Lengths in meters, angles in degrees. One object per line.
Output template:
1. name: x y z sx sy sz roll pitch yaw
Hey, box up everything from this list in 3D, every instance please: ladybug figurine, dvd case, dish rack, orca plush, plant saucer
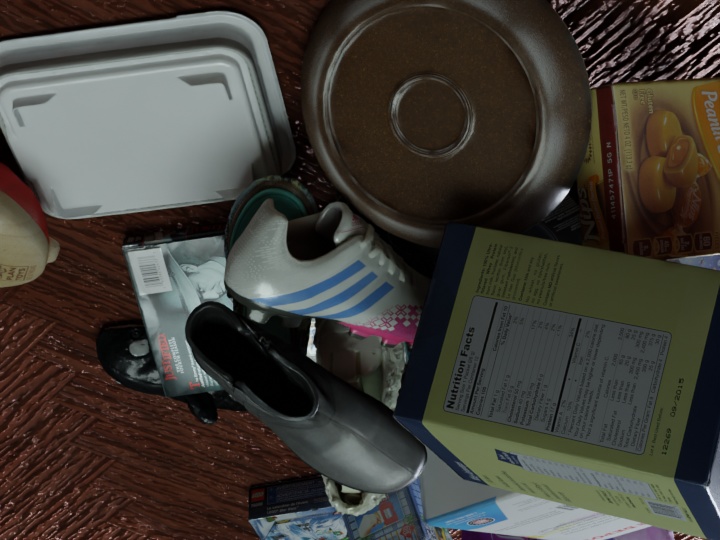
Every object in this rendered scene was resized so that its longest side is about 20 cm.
1. ladybug figurine: -0.306 -0.050 1.155 0.200 0.072 0.136 20 149 -12
2. dvd case: -0.071 0.024 1.282 0.200 0.022 0.146 -9 121 5
3. dish rack: -0.153 -0.096 1.147 0.200 0.044 0.172 -6 142 6
4. orca plush: -0.128 0.107 1.378 0.105 0.071 0.200 -33 133 32
5. plant saucer: 0.049 -0.104 1.070 0.200 0.032 0.201 7 112 19

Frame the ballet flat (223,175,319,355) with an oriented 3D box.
1. ballet flat: -0.062 -0.005 1.204 0.074 0.074 0.200 4 133 -8

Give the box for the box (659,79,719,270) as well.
1. box: 0.224 -0.037 1.173 0.119 0.041 0.200 -44 134 -20

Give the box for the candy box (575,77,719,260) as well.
1. candy box: 0.239 -0.069 1.098 0.200 0.116 0.055 -6 -178 -26

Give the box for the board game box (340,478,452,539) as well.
1. board game box: 0.018 0.158 1.384 0.062 0.200 0.200 -25 159 9

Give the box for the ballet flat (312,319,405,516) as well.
1. ballet flat: -0.002 0.092 1.237 0.072 0.072 0.200 -2 102 0

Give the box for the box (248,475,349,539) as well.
1. box: -0.014 0.265 1.608 0.137 0.040 0.200 -10 141 11

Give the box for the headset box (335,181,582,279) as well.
1. headset box: 0.097 -0.052 1.190 0.148 0.075 0.200 -25 136 26

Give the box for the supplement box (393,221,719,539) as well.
1. supplement box: 0.154 0.077 1.086 0.199 0.135 0.200 11 165 21

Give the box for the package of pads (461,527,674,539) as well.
1. package of pads: 0.191 0.238 1.523 0.200 0.121 0.076 -10 146 9

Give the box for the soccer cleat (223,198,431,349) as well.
1. soccer cleat: 0.000 0.000 1.132 0.200 0.070 0.086 8 114 -40

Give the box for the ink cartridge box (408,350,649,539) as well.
1. ink cartridge box: 0.162 0.126 1.313 0.200 0.146 0.147 15 150 -42

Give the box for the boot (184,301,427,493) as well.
1. boot: -0.038 0.095 1.136 0.200 0.070 0.132 31 175 -3
